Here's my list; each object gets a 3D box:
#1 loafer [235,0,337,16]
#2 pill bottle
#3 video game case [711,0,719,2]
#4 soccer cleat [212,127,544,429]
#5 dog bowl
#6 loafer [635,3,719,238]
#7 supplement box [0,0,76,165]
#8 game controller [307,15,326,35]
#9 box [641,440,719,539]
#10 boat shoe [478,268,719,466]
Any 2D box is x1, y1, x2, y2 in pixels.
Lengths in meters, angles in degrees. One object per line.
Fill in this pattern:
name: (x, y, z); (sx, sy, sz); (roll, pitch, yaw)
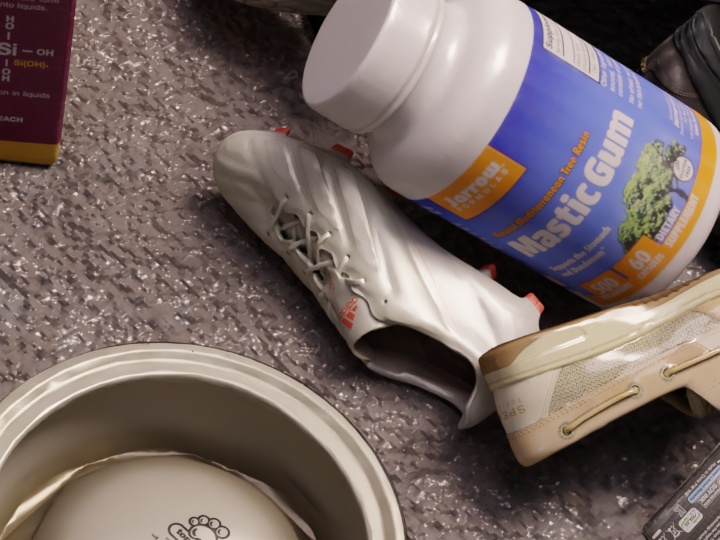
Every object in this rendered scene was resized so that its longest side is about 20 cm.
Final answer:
loafer: (-0.017, -0.174, 1.149); (0.200, 0.070, 0.070); (7, -2, 44)
pill bottle: (0.074, -0.070, 1.065); (0.200, 0.112, 0.112); (28, 46, -23)
video game case: (0.124, -0.200, 1.229); (0.199, 0.036, 0.181); (10, 18, -6)
soccer cleat: (0.000, 0.000, 1.072); (0.200, 0.069, 0.078); (35, 55, 11)
dog bowl: (-0.083, 0.132, 0.938); (0.199, 0.074, 0.201); (7, 50, -8)
loafer: (0.212, -0.041, 1.159); (0.073, 0.072, 0.201); (-3, 65, -48)
supplement box: (-0.190, -0.169, 1.073); (0.103, 0.200, 0.131); (5, 51, -9)
game controller: (0.054, -0.107, 1.196); (0.104, 0.042, 0.200); (-28, 61, -15)
box: (0.266, 0.116, 0.993); (0.193, 0.048, 0.200); (42, 87, 19)
boat shoe: (0.157, 0.040, 1.033); (0.199, 0.072, 0.065); (-17, 83, -14)
